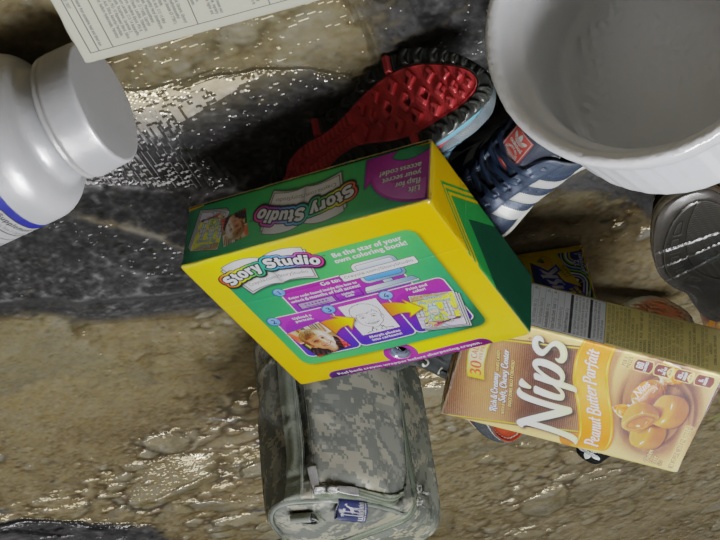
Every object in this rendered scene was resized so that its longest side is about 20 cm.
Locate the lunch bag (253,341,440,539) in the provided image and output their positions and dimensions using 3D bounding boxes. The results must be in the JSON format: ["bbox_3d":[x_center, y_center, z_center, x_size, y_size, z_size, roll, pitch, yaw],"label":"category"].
[{"bbox_3d":[-0.025,0.144,1.287,0.138,0.202,0.168,-19,149,21],"label":"lunch bag"}]

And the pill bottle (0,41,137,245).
[{"bbox_3d":[-0.248,-0.071,0.949,0.198,0.113,0.112,-23,147,16],"label":"pill bottle"}]

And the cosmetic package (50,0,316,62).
[{"bbox_3d":[-0.084,-0.199,0.840,0.197,0.074,0.104,-14,149,3],"label":"cosmetic package"}]

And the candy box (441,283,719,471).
[{"bbox_3d":[0.172,0.080,1.162,0.197,0.056,0.116,13,131,0],"label":"candy box"}]

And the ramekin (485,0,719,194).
[{"bbox_3d":[0.185,-0.145,0.909,0.199,0.203,0.098,-25,153,21],"label":"ramekin"}]

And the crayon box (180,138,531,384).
[{"bbox_3d":[0.000,0.000,1.059,0.198,0.059,0.173,-14,140,25],"label":"crayon box"}]

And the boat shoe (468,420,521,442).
[{"bbox_3d":[0.122,0.073,1.252,0.071,0.062,0.202,-30,130,-27],"label":"boat shoe"}]

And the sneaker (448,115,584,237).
[{"bbox_3d":[0.110,-0.080,1.070,0.199,0.075,0.084,-37,165,7],"label":"sneaker"}]

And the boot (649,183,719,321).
[{"bbox_3d":[0.245,-0.062,1.100,0.073,0.152,0.200,-23,148,20],"label":"boot"}]

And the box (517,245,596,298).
[{"bbox_3d":[0.168,0.063,1.351,0.063,0.071,0.201,-7,148,-5],"label":"box"}]

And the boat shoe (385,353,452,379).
[{"bbox_3d":[0.031,0.058,1.250,0.198,0.068,0.057,16,102,-39],"label":"boat shoe"}]

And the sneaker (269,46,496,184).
[{"bbox_3d":[0.027,-0.094,1.062,0.199,0.080,0.095,-26,155,38],"label":"sneaker"}]

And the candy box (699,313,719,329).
[{"bbox_3d":[0.409,0.054,1.377,0.198,0.117,0.055,8,143,-30],"label":"candy box"}]

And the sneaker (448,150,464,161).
[{"bbox_3d":[0.044,-0.036,1.162,0.198,0.072,0.080,-19,164,6],"label":"sneaker"}]

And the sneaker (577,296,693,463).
[{"bbox_3d":[0.239,0.096,1.328,0.200,0.071,0.081,-43,158,-49],"label":"sneaker"}]
